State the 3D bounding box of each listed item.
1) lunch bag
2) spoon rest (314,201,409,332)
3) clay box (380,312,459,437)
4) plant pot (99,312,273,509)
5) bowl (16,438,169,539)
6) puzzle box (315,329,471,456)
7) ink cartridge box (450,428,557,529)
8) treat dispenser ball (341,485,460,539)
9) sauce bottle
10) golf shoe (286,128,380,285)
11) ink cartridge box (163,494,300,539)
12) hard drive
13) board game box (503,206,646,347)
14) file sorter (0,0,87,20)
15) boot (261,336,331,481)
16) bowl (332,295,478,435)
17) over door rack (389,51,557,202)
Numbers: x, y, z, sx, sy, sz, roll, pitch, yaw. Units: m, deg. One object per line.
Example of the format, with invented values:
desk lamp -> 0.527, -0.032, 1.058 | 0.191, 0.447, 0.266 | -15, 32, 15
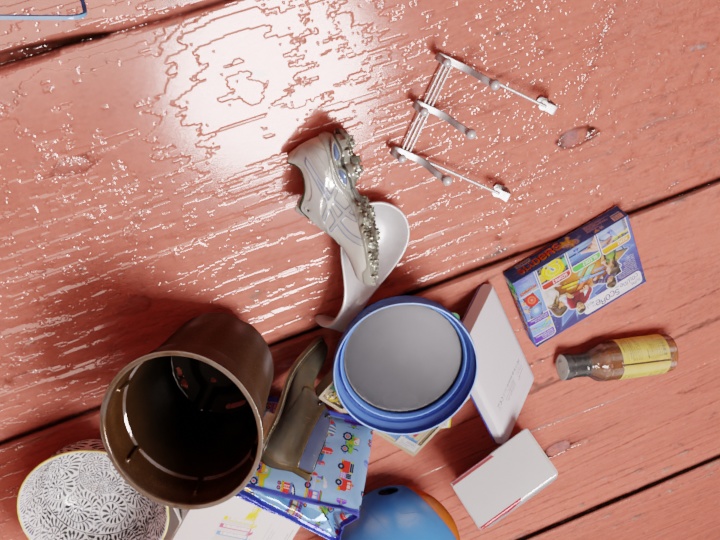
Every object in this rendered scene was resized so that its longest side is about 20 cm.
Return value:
lunch bag -> -0.093, 0.258, 1.401 | 0.197, 0.152, 0.095 | 22, 136, -10
spoon rest -> 0.000, 0.000, 1.371 | 0.098, 0.061, 0.203 | 14, 113, -25
clay box -> 0.081, 0.144, 1.493 | 0.113, 0.048, 0.203 | -6, 119, -15
plant pot -> -0.197, 0.158, 1.275 | 0.196, 0.199, 0.204 | 2, 108, 7
bowl -> -0.351, 0.297, 1.372 | 0.196, 0.095, 0.204 | -1, 117, -2
puzzle box -> 0.049, 0.174, 1.456 | 0.199, 0.026, 0.133 | 34, 105, -29
ink cartridge box -> 0.225, 0.324, 1.572 | 0.143, 0.084, 0.200 | -35, 163, 1
treat dispenser ball -> 0.057, 0.433, 1.556 | 0.197, 0.201, 0.204 | -9, 122, -16
sauce bottle -> 0.404, 0.140, 1.607 | 0.196, 0.066, 0.067 | -3, 120, -18
golf shoe -> -0.032, -0.073, 1.296 | 0.095, 0.078, 0.204 | -14, 98, 11
ink cartridge box -> -0.196, 0.322, 1.437 | 0.197, 0.129, 0.126 | 19, 114, -28
hard drive -> 0.196, 0.139, 1.503 | 0.133, 0.025, 0.202 | -58, 134, -34
board game box -> 0.322, 0.011, 1.517 | 0.198, 0.035, 0.137 | -29, 125, -3
file sorter -> -0.337, -0.358, 0.997 | 0.136, 0.123, 0.203 | -4, 120, -19
boot -> -0.070, 0.188, 1.381 | 0.096, 0.202, 0.075 | 27, 150, 7
bowl -> 0.060, 0.127, 1.382 | 0.196, 0.040, 0.204 | -2, 114, -4
over door rack -> 0.155, -0.180, 1.325 | 0.197, 0.067, 0.149 | 16, 112, -28
